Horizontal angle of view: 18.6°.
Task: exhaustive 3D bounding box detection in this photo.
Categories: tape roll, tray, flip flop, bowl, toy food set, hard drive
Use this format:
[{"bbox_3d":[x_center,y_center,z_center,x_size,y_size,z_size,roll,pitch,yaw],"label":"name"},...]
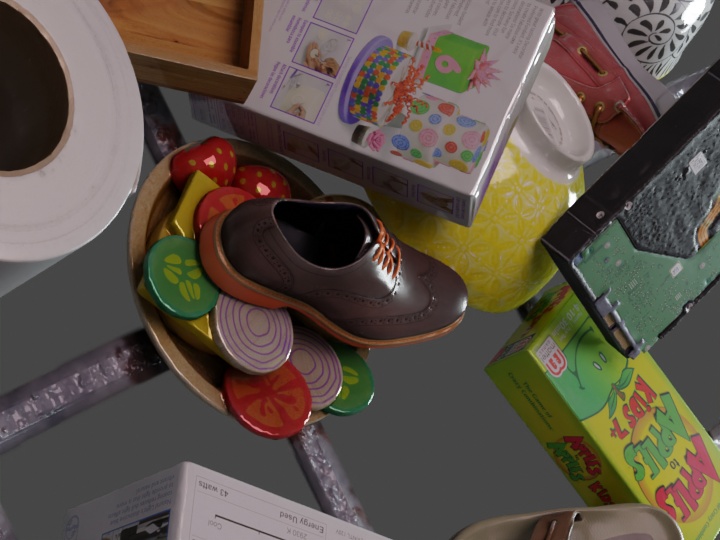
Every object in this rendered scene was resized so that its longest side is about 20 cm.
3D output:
[{"bbox_3d":[-0.237,-0.078,1.204,0.202,0.139,0.204,19,59,-34],"label":"tape roll"},{"bbox_3d":[-0.159,-0.171,1.345,0.199,0.037,0.099,11,62,-14],"label":"tray"},{"bbox_3d":[0.135,0.194,1.454,0.199,0.058,0.082,-7,78,-25],"label":"flip flop"},{"bbox_3d":[0.093,-0.083,1.495,0.200,0.107,0.201,35,38,-33],"label":"bowl"},{"bbox_3d":[-0.061,0.009,1.387,0.200,0.049,0.199,39,49,-23],"label":"toy food set"},{"bbox_3d":[0.221,-0.257,1.733,0.200,0.094,0.202,18,60,-34],"label":"bowl"},{"bbox_3d":[0.223,-0.047,1.497,0.200,0.038,0.140,-46,138,-5],"label":"hard drive"}]

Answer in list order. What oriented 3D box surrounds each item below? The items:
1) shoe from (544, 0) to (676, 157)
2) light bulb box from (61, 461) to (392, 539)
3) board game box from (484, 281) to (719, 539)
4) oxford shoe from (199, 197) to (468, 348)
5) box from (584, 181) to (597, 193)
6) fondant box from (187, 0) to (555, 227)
[{"bbox_3d":[0.164,-0.116,1.583,0.090,0.072,0.201,-17,50,-13],"label":"shoe"},{"bbox_3d":[-0.066,0.240,1.223,0.198,0.125,0.201,25,57,-33],"label":"light bulb box"},{"bbox_3d":[0.183,0.113,1.561,0.200,0.048,0.102,53,45,-10],"label":"board game box"},{"bbox_3d":[0.000,0.000,1.360,0.199,0.072,0.072,13,63,-38],"label":"oxford shoe"},{"bbox_3d":[0.259,-0.071,1.692,0.200,0.078,0.095,-38,97,-45],"label":"box"},{"bbox_3d":[0.007,-0.132,1.413,0.199,0.058,0.145,21,70,10],"label":"fondant box"}]
